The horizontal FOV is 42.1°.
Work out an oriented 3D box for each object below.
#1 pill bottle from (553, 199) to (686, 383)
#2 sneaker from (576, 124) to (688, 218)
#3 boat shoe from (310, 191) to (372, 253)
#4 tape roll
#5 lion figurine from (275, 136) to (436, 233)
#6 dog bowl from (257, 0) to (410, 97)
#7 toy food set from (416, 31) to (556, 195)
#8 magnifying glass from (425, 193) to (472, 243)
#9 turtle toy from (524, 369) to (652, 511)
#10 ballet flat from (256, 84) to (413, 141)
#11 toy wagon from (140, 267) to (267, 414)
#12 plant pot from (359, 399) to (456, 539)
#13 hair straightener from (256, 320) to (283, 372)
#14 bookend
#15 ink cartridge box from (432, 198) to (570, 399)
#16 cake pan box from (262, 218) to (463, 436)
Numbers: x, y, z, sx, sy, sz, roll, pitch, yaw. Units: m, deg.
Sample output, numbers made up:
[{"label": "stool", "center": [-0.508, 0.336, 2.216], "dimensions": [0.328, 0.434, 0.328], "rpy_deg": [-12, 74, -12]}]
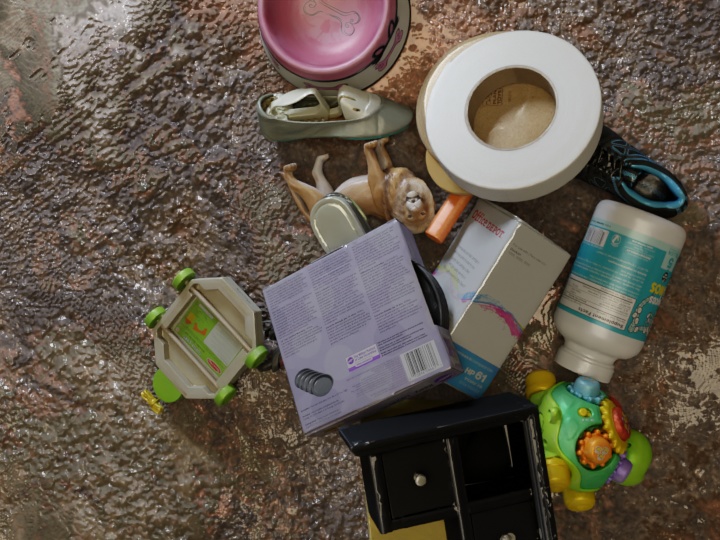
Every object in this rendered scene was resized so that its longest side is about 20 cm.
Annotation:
[{"label": "pill bottle", "center": [0.298, 0.027, 1.105], "dimensions": [0.110, 0.111, 0.202], "rpy_deg": [21, 97, 7]}, {"label": "sneaker", "center": [0.301, -0.128, 1.111], "dimensions": [0.198, 0.082, 0.074], "rpy_deg": [28, 98, 8]}, {"label": "boat shoe", "center": [0.003, -0.001, 1.137], "dimensions": [0.071, 0.060, 0.203], "rpy_deg": [-21, 102, 15]}, {"label": "tape roll", "center": [0.173, -0.177, 1.060], "dimensions": [0.200, 0.037, 0.205], "rpy_deg": [-6, 70, 17]}, {"label": "lion figurine", "center": [-0.006, -0.093, 1.176], "dimensions": [0.198, 0.072, 0.124], "rpy_deg": [-11, 99, 23]}, {"label": "dog bowl", "center": [-0.039, -0.321, 1.160], "dimensions": [0.197, 0.074, 0.203], "rpy_deg": [0, 92, 9]}, {"label": "toy food set", "center": [0.163, -0.194, 1.118], "dimensions": [0.196, 0.049, 0.202], "rpy_deg": [-15, 66, 13]}, {"label": "magnifying glass", "center": [0.143, -0.121, 1.138], "dimensions": [0.079, 0.022, 0.201], "rpy_deg": [30, 80, 30]}, {"label": "turtle toy", "center": [0.271, 0.199, 1.094], "dimensions": [0.100, 0.200, 0.147], "rpy_deg": [-21, 51, 27]}, {"label": "ballet flat", "center": [-0.035, -0.198, 1.163], "dimensions": [0.197, 0.068, 0.064], "rpy_deg": [-3, 137, 11]}, {"label": "toy wagon", "center": [-0.213, 0.102, 1.215], "dimensions": [0.155, 0.039, 0.200], "rpy_deg": [45, 108, 14]}, {"label": "plant pot", "center": [0.103, 0.256, 1.115], "dimensions": [0.197, 0.196, 0.197], "rpy_deg": [-5, 92, -1]}, {"label": "hair straightener", "center": [-0.070, 0.067, 1.207], "dimensions": [0.199, 0.041, 0.078], "rpy_deg": [-29, 84, 14]}, {"label": "bookend", "center": [0.093, 0.248, 0.976], "dimensions": [0.197, 0.092, 0.201], "rpy_deg": [-9, 93, -9]}, {"label": "ink cartridge box", "center": [0.141, 0.029, 1.104], "dimensions": [0.084, 0.145, 0.201], "rpy_deg": [28, 98, -17]}, {"label": "cake pan box", "center": [0.001, 0.065, 1.053], "dimensions": [0.199, 0.052, 0.186], "rpy_deg": [-28, 69, 17]}]
